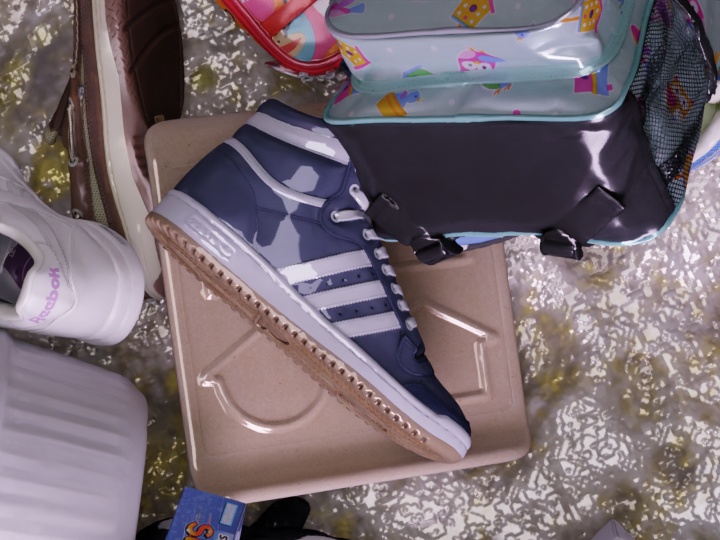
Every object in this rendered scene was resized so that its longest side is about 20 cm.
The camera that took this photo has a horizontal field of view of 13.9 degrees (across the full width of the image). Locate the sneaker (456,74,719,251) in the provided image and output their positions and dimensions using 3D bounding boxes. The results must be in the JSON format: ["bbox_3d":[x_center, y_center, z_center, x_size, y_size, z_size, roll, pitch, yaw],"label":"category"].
[{"bbox_3d":[0.107,-0.065,1.515,0.199,0.077,0.076,-21,91,-10],"label":"sneaker"}]

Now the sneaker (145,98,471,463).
[{"bbox_3d":[0.000,0.000,1.483,0.200,0.070,0.109,41,76,-5],"label":"sneaker"}]

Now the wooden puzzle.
[{"bbox_3d":[-0.014,0.012,1.538,0.184,0.046,0.201,-8,85,-17],"label":"wooden puzzle"}]

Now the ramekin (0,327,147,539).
[{"bbox_3d":[-0.167,0.133,1.496,0.094,0.202,0.203,9,91,-8],"label":"ramekin"}]

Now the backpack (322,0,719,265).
[{"bbox_3d":[0.085,-0.117,1.428,0.175,0.200,0.154,-3,124,30],"label":"backpack"}]

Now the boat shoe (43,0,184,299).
[{"bbox_3d":[-0.136,-0.083,1.552,0.074,0.075,0.203,-9,85,24],"label":"boat shoe"}]

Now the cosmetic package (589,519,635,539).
[{"bbox_3d":[0.130,0.269,1.510,0.200,0.123,0.199,-44,88,4],"label":"cosmetic package"}]

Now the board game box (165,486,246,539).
[{"bbox_3d":[-0.101,0.226,1.470,0.034,0.136,0.201,14,131,3],"label":"board game box"}]

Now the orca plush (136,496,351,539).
[{"bbox_3d":[-0.026,0.143,1.546,0.199,0.105,0.071,-2,57,2],"label":"orca plush"}]

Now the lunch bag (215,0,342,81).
[{"bbox_3d":[0.004,-0.198,1.541,0.200,0.082,0.176,-40,93,2],"label":"lunch bag"}]

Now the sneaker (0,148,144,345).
[{"bbox_3d":[-0.203,-0.023,1.514,0.199,0.099,0.075,24,101,36],"label":"sneaker"}]
